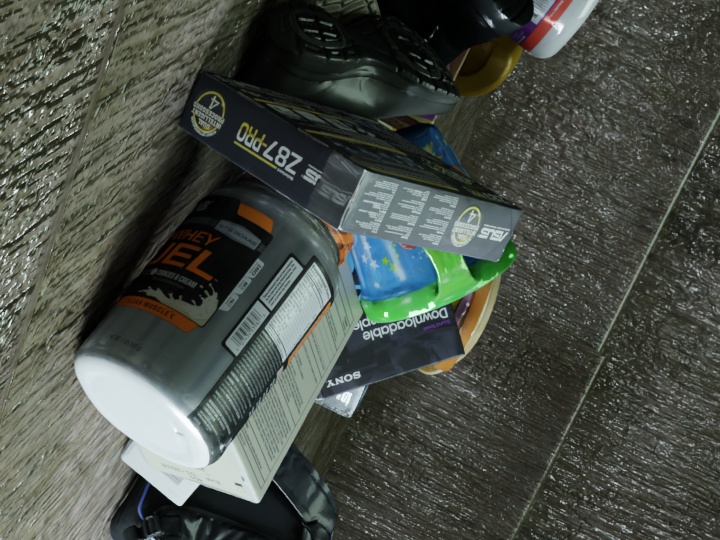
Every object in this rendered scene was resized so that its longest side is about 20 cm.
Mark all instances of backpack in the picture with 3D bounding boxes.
[{"bbox_3d":[-0.126,0.238,1.420,0.154,0.190,0.200,-44,-167,54],"label":"backpack"}]

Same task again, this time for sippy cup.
[{"bbox_3d":[0.042,-0.045,1.211,0.140,0.131,0.178,-34,-165,-38],"label":"sippy cup"}]

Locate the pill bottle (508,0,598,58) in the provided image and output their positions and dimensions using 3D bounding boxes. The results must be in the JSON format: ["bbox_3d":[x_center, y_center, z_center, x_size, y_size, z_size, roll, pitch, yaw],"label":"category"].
[{"bbox_3d":[0.116,-0.282,1.290,0.113,0.200,0.112,-53,-176,5],"label":"pill bottle"}]

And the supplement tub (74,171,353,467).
[{"bbox_3d":[-0.097,0.027,1.044,0.200,0.122,0.123,-54,170,-28],"label":"supplement tub"}]

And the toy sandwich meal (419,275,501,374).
[{"bbox_3d":[0.071,0.012,1.454,0.205,0.070,0.206,-165,-90,-69],"label":"toy sandwich meal"}]

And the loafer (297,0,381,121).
[{"bbox_3d":[-0.028,-0.168,1.212,0.075,0.068,0.200,-22,140,-20],"label":"loafer"}]

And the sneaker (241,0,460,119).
[{"bbox_3d":[-0.009,-0.147,1.147,0.199,0.076,0.091,8,135,-39],"label":"sneaker"}]

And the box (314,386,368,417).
[{"bbox_3d":[-0.040,0.019,1.421,0.201,0.160,0.044,-66,173,23],"label":"box"}]

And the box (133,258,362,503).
[{"bbox_3d":[-0.096,0.059,1.182,0.200,0.109,0.128,-61,152,-31],"label":"box"}]

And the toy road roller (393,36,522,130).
[{"bbox_3d":[0.087,-0.218,1.617,0.201,0.146,0.123,-68,173,25],"label":"toy road roller"}]

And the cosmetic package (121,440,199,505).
[{"bbox_3d":[-0.118,0.102,1.327,0.101,0.071,0.200,-50,-179,45],"label":"cosmetic package"}]

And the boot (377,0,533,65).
[{"bbox_3d":[0.028,-0.249,1.232,0.168,0.200,0.076,-23,-162,40],"label":"boot"}]

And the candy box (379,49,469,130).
[{"bbox_3d":[0.051,-0.234,1.360,0.201,0.116,0.056,-63,-177,-12],"label":"candy box"}]

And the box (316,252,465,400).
[{"bbox_3d":[0.000,0.000,1.319,0.036,0.142,0.201,175,-101,-74],"label":"box"}]

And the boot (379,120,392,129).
[{"bbox_3d":[-0.018,-0.120,1.477,0.201,0.072,0.155,-67,171,28],"label":"boot"}]

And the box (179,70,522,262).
[{"bbox_3d":[-0.003,-0.071,1.027,0.200,0.161,0.049,9,109,-55],"label":"box"}]
